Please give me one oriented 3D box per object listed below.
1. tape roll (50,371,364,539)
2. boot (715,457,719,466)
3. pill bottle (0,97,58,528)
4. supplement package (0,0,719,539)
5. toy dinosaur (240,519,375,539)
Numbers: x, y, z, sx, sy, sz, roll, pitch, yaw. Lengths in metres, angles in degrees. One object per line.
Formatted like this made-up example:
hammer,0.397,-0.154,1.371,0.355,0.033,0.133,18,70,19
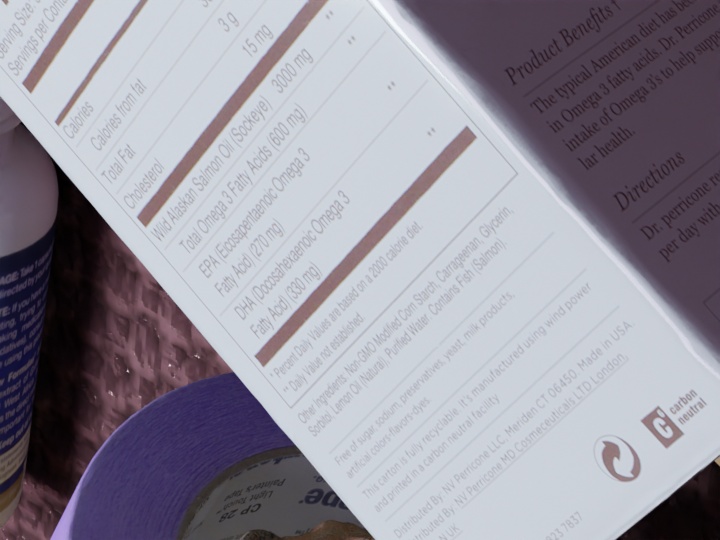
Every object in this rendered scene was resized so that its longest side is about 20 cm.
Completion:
tape roll,-0.004,0.125,0.857,0.200,0.199,0.066,52,133,24
boot,0.130,0.009,0.722,0.155,0.073,0.201,122,148,-50
pill bottle,-0.175,-0.004,1.072,0.120,0.119,0.201,33,124,38
supplement package,0.019,-0.043,0.635,0.200,0.117,0.117,50,138,6
toy dinosaur,0.048,0.095,0.806,0.086,0.200,0.136,-43,85,16
